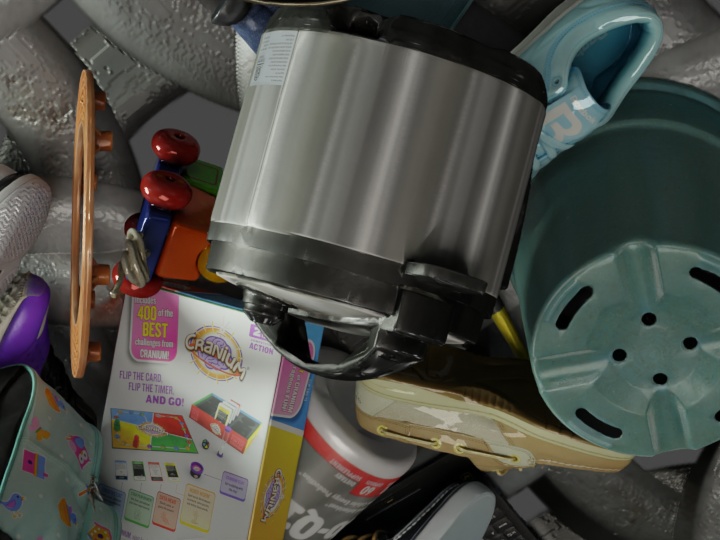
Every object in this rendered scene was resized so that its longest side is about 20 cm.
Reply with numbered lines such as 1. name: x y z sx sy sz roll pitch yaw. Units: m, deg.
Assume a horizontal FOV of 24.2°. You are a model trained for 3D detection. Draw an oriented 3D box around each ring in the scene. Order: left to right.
1. ring: -0.176 -0.030 1.094 0.019 0.201 0.201 2 119 -12

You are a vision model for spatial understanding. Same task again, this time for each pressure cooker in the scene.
1. pressure cooker: 0.003 -0.037 0.962 0.178 0.176 0.201 14 86 10

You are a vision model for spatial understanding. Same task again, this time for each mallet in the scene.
1. mallet: 0.101 0.031 1.194 0.041 0.066 0.200 -26 98 16

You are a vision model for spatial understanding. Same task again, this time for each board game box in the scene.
1. board game box: -0.113 0.117 1.168 0.153 0.040 0.201 15 96 34

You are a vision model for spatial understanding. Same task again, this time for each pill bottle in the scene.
1. pill bottle: -0.064 0.158 1.227 0.114 0.114 0.200 39 114 -14

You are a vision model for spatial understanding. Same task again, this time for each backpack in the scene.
1. backpack: -0.252 0.171 1.134 0.176 0.200 0.153 -30 129 27

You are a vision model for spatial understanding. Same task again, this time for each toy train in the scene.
1. toy train: -0.097 -0.010 1.095 0.115 0.200 0.085 17 116 -9

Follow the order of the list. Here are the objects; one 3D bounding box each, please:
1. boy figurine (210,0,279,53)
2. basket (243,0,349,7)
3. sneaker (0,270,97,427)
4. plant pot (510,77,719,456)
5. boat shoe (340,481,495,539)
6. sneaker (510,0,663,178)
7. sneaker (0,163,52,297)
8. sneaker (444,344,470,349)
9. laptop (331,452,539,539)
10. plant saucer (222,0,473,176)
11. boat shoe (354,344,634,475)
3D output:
1. boy figurine: -0.004 -0.127 1.100 0.200 0.064 0.124 39 105 -12
2. basket: -0.027 -0.243 0.961 0.180 0.200 0.136 0 114 5
3. sneaker: -0.238 0.090 1.239 0.099 0.070 0.200 16 122 -11
4. plant pot: 0.182 0.005 1.079 0.200 0.196 0.201 2 118 3
5. boat shoe: 0.009 0.218 1.251 0.091 0.071 0.200 42 96 31
6. sneaker: 0.110 -0.099 1.051 0.074 0.082 0.200 40 87 -20
7. sneaker: -0.309 -0.003 1.163 0.115 0.075 0.200 34 93 9
8. sneaker: 0.000 0.000 1.144 0.087 0.075 0.200 -19 131 24
9. laptop: 0.061 0.268 1.280 0.177 0.103 0.200 -32 110 19
10. plant saucer: -0.004 -0.122 1.055 0.070 0.019 0.200 34 91 -14
11. boat shoe: 0.092 0.101 1.149 0.199 0.074 0.067 17 124 6
